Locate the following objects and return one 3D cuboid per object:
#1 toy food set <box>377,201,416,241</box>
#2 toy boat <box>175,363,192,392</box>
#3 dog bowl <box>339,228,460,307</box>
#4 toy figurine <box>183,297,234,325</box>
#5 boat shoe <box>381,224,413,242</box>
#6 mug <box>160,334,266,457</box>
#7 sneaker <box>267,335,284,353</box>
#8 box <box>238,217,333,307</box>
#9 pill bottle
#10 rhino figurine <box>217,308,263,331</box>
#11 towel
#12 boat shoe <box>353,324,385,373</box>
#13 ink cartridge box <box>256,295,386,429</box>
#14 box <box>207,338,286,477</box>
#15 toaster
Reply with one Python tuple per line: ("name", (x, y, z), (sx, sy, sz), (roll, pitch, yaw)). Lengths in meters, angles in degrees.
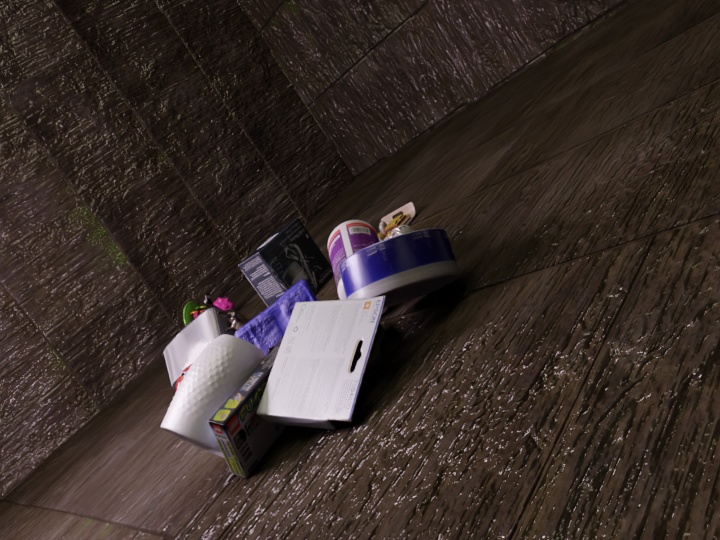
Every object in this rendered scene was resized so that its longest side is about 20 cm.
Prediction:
("toy food set", (0.060, -0.113, 1.844), (0.142, 0.061, 0.200), (-26, 17, 46))
("toy boat", (-0.271, 0.208, 1.276), (0.194, 0.133, 0.132), (-5, 38, 22))
("dog bowl", (0.064, 0.003, 1.110), (0.194, 0.081, 0.200), (-17, -11, -3))
("toy figurine", (-0.569, 0.173, 2.612), (0.179, 0.155, 0.199), (-18, -8, 18))
("boat shoe", (0.082, -0.050, 1.270), (0.070, 0.072, 0.197), (-25, -15, 41))
("mug", (-0.223, 0.221, 1.133), (0.144, 0.201, 0.179), (11, 66, 27))
("sneaker", (-0.120, 0.163, 1.224), (0.073, 0.089, 0.198), (-32, 7, -31))
("box", (-0.210, -0.005, 1.906), (0.122, 0.199, 0.200), (-23, 17, 45))
("pill bottle", (0.000, 0.000, 1.321), (0.111, 0.112, 0.203), (-33, 41, 16))
("rhino figurine", (-0.227, 0.132, 1.469), (0.061, 0.196, 0.088), (-57, 17, 19))
("towel", (-0.161, 0.130, 1.371), (0.198, 0.149, 0.050), (-37, -24, 5))
("boat shoe", (-0.003, 0.109, 1.132), (0.075, 0.073, 0.200), (-35, 11, 6))
("ink cartridge box", (-0.052, 0.139, 1.012), (0.196, 0.041, 0.204), (-6, 54, 40))
("box", (-0.154, 0.218, 1.070), (0.034, 0.113, 0.200), (4, 34, 33))
("toaster", (-0.334, 0.190, 1.506), (0.180, 0.199, 0.120), (-40, 47, 11))
